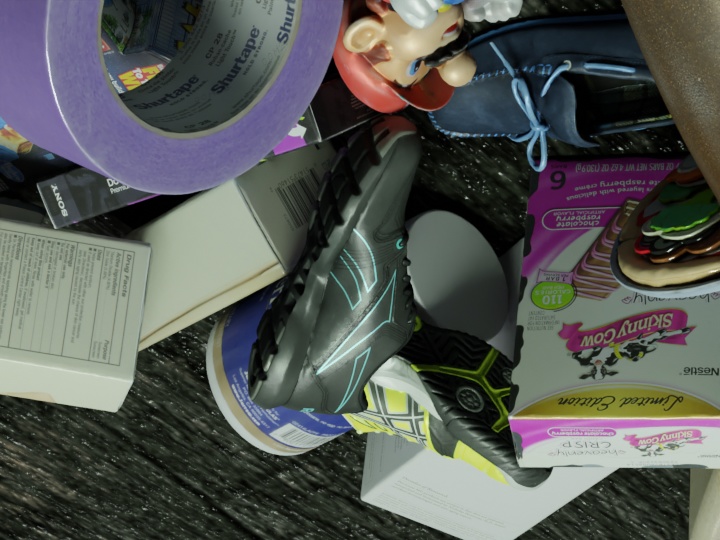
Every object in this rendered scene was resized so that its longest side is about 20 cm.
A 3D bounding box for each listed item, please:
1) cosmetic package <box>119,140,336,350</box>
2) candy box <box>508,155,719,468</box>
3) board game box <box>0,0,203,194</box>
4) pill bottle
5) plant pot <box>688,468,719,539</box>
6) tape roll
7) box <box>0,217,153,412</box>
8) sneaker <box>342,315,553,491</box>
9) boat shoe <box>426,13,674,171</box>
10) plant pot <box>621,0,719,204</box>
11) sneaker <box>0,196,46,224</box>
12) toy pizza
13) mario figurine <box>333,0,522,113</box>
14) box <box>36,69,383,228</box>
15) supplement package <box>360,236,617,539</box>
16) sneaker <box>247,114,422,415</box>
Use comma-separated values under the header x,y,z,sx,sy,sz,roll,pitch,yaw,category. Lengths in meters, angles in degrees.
x,y,z,sx,sy,sz,roll,pitch,yaw,category
-0.101,-0.012,1.547,0.200,0.103,0.073,-28,93,42,cosmetic package
0.167,0.023,1.479,0.135,0.201,0.061,-1,144,12,candy box
-0.178,-0.141,1.435,0.199,0.062,0.200,-9,141,22,board game box
-0.002,0.041,1.609,0.115,0.116,0.200,32,137,-30,pill bottle
0.319,0.059,1.521,0.198,0.201,0.178,5,134,3,plant pot
-0.109,-0.147,1.284,0.085,0.200,0.200,25,163,45,tape roll
-0.233,0.020,1.453,0.199,0.096,0.078,11,159,-10,box
0.035,0.076,1.507,0.200,0.075,0.077,36,131,6,sneaker
0.127,-0.109,1.414,0.199,0.069,0.084,-13,140,27,boat shoe
0.215,-0.153,1.264,0.186,0.187,0.200,-23,120,36,plant pot
-0.259,0.007,1.604,0.070,0.083,0.200,10,166,-13,sneaker
0.230,-0.052,1.382,0.199,0.200,0.032,-19,113,32,toy pizza
0.056,-0.156,1.324,0.123,0.106,0.200,3,141,-24,mario figurine
-0.078,-0.080,1.446,0.199,0.143,0.036,-15,98,30,box
0.104,0.090,1.653,0.119,0.122,0.200,23,143,-21,supplement package
0.000,0.000,1.420,0.079,0.076,0.201,18,116,-14,sneaker
